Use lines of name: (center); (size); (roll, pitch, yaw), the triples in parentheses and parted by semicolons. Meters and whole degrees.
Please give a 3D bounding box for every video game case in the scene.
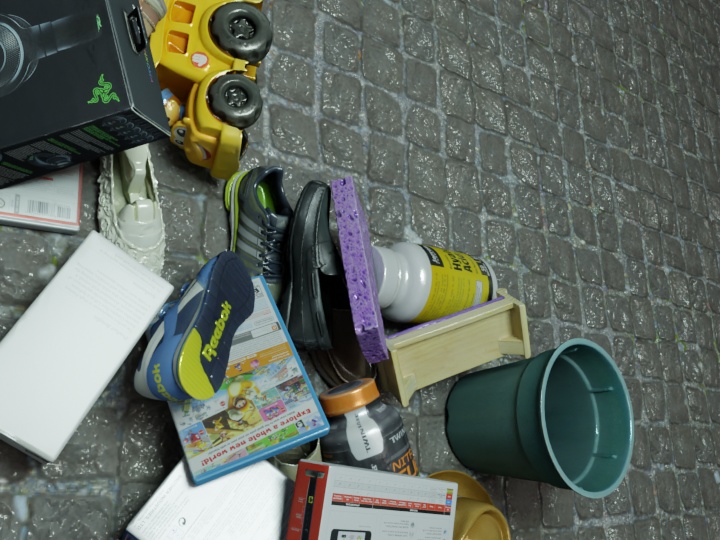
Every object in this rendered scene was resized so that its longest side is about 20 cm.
video game case: (-0.360, -0.144, 0.703); (0.143, 0.017, 0.201); (9, 71, -36)
video game case: (-0.136, 0.107, 0.720); (0.143, 0.018, 0.200); (-17, 60, -20)

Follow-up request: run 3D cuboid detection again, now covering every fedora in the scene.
fedora: (0.136, 0.360, 0.896); (0.200, 0.082, 0.202); (13, 68, -34)

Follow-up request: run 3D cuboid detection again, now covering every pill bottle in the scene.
pill bottle: (0.085, 0.021, 0.944); (0.199, 0.111, 0.112); (9, 71, -36)
pill bottle: (0.013, 0.234, 0.818); (0.106, 0.106, 0.201); (-19, 92, -40)

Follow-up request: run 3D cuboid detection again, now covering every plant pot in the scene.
plant pot: (0.237, 0.208, 0.948); (0.200, 0.196, 0.201); (12, 70, -36)

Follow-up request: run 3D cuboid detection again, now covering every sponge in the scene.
sponge: (0.000, 0.000, 0.808); (0.112, 0.030, 0.201); (70, 9, -62)

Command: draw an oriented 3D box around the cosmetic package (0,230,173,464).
cosmetic package: (-0.279, 0.072, 0.654); (0.102, 0.074, 0.200); (38, 60, -14)

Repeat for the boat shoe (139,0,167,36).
boat shoe: (-0.306, -0.285, 0.713); (0.199, 0.076, 0.072); (18, 81, 8)

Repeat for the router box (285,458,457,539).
router box: (0.011, 0.295, 0.688); (0.200, 0.049, 0.180); (23, 69, -40)

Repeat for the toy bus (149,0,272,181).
toy bus: (-0.208, -0.224, 0.784); (0.191, 0.136, 0.201); (9, 72, -18)

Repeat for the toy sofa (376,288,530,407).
toy sofa: (0.115, 0.093, 0.899); (0.199, 0.098, 0.083); (-18, 112, -14)

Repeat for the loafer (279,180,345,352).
loafer: (-0.049, -0.005, 0.801); (0.068, 0.070, 0.202); (19, 77, -75)

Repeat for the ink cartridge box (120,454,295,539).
ink cartridge box: (-0.118, 0.272, 0.688); (0.200, 0.076, 0.137); (37, 55, 2)

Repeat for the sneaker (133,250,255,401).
sneaker: (-0.167, 0.051, 0.692); (0.074, 0.082, 0.200); (58, 27, -26)

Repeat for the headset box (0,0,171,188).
headset box: (-0.289, -0.192, 0.631); (0.199, 0.093, 0.175); (-15, 85, 5)

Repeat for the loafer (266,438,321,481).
loafer: (-0.076, 0.227, 0.779); (0.076, 0.068, 0.201); (-26, 93, -40)

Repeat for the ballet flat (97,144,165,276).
ballet flat: (-0.250, -0.085, 0.741); (0.072, 0.072, 0.201); (-6, 81, -39)

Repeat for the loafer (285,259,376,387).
loafer: (-0.031, 0.066, 0.863); (0.073, 0.071, 0.201); (-29, 95, -40)

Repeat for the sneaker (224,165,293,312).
sneaker: (-0.116, -0.035, 0.821); (0.074, 0.081, 0.201); (-4, 80, -39)
